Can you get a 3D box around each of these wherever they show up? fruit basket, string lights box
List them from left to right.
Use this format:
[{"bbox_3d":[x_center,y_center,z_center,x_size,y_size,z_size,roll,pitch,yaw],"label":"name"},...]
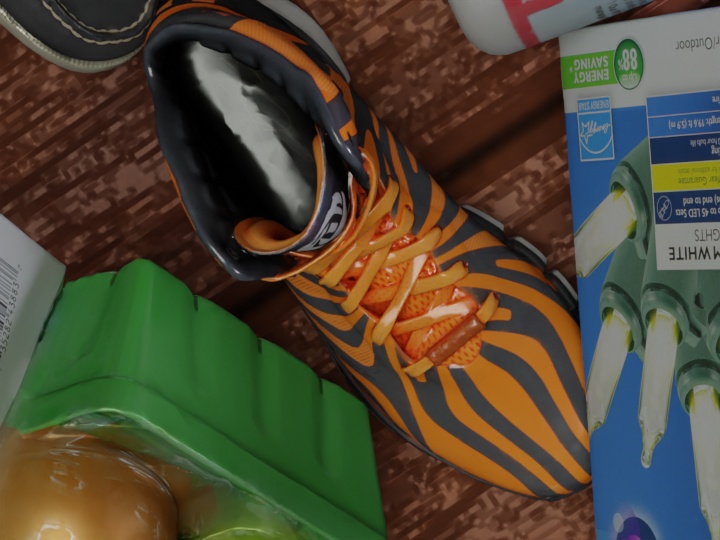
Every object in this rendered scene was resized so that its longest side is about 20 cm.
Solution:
[{"bbox_3d":[-0.069,0.109,0.800,0.093,0.185,0.201,-11,57,40],"label":"fruit basket"},{"bbox_3d":[0.116,0.024,0.819,0.059,0.103,0.201,-5,92,-29],"label":"string lights box"}]

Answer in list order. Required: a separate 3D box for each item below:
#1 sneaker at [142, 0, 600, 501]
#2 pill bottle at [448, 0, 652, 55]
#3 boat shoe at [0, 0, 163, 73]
[{"bbox_3d":[0.000,0.000,0.837,0.200,0.112,0.078,45,100,-1],"label":"sneaker"},{"bbox_3d":[0.109,-0.145,0.809,0.199,0.109,0.109,-21,94,9],"label":"pill bottle"},{"bbox_3d":[-0.104,-0.156,0.840,0.072,0.063,0.201,-22,100,-25],"label":"boat shoe"}]
